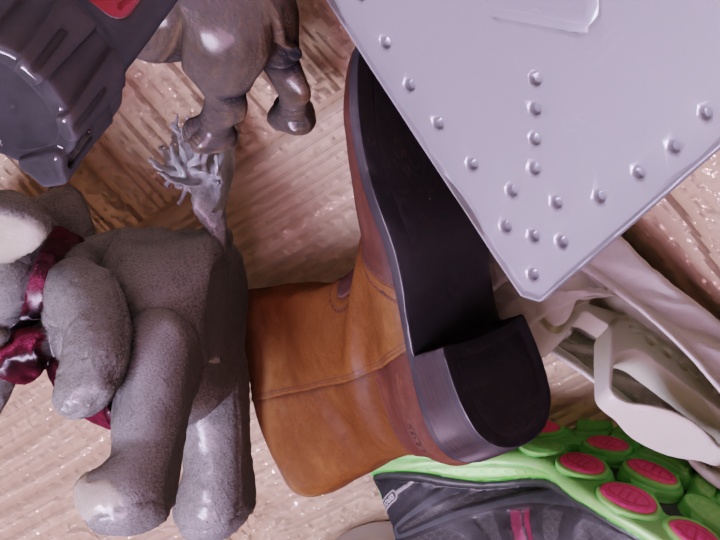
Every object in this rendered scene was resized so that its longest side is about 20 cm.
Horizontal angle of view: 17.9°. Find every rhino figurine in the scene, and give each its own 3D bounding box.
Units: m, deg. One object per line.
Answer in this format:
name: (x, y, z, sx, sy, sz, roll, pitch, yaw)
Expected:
rhino figurine: (-0.107, -0.123, 0.966, 0.200, 0.060, 0.088, 28, 144, 19)

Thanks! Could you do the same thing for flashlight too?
flashlight: (-0.090, -0.124, 0.859, 0.068, 0.200, 0.068, 25, 136, 5)

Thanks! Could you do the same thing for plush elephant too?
plush elephant: (-0.137, 0.024, 1.034, 0.154, 0.165, 0.201, 3, 90, 14)

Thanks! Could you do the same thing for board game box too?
board game box: (0.072, -0.120, 0.846, 0.200, 0.026, 0.200, 58, 135, 12)

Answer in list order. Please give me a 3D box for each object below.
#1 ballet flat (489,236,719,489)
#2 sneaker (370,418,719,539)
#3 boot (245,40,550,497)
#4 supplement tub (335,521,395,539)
ballet flat: (0.103, 0.025, 0.980, 0.200, 0.070, 0.069, 35, 134, -3)
sneaker: (0.091, 0.114, 1.034, 0.200, 0.077, 0.084, 10, 113, 43)
boot: (0.000, 0.000, 1.006, 0.200, 0.068, 0.189, -18, 93, 62)
supplement tub: (-0.001, 0.234, 1.111, 0.145, 0.200, 0.146, 14, 131, 16)
